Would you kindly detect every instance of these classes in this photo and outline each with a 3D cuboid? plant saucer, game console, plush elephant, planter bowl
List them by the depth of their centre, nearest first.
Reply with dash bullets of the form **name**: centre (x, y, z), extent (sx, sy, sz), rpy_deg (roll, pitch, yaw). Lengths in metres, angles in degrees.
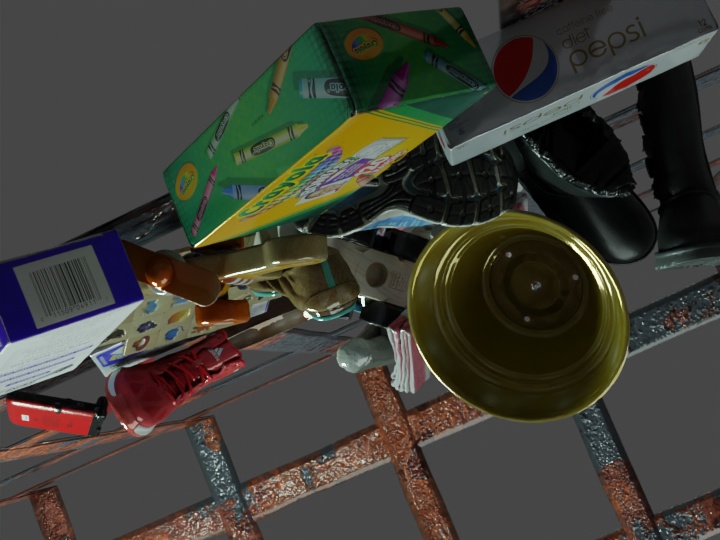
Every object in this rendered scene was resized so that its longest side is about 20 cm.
- **planter bowl**: centre (0.148, 0.027, 1.025), extent (0.199, 0.201, 0.083), rpy_deg (-28, -171, 32)
- **plush elephant**: centre (0.046, 0.024, 1.424), extent (0.164, 0.156, 0.200), rpy_deg (-35, 162, 17)
- **game console**: centre (-0.349, 0.138, 1.448), extent (0.170, 0.120, 0.200), rpy_deg (11, 163, -12)
- **plant saucer**: centre (-0.129, 0.066, 1.560), extent (0.199, 0.035, 0.200), rpy_deg (-24, 172, -4)

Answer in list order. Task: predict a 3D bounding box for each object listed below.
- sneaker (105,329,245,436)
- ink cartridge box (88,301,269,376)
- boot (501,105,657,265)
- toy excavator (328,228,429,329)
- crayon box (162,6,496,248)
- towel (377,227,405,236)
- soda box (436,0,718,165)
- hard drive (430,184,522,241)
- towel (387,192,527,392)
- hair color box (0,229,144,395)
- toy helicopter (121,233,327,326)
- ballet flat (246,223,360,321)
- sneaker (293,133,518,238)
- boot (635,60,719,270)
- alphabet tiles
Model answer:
- **sneaker**: centre (-0.195, 0.107, 1.239), extent (0.115, 0.079, 0.200), rpy_deg (-33, -175, 10)
- **ink cartridge box**: centre (-0.191, 0.048, 1.210), extent (0.198, 0.044, 0.198), rpy_deg (-21, 172, -12)
- **boot**: centre (0.188, -0.077, 0.952), extent (0.073, 0.198, 0.162), rpy_deg (-48, -175, -3)
- **toy excavator**: centre (0.000, 0.000, 1.219), extent (0.193, 0.101, 0.199), rpy_deg (17, 180, -30)
- **crayon box**: centre (-0.026, -0.087, 0.721), extent (0.118, 0.059, 0.200), rpy_deg (-17, 170, -40)
- **towel**: centre (0.076, -0.081, 1.181), extent (0.145, 0.030, 0.200), rpy_deg (-24, 172, -3)
- **soda box**: centre (0.141, -0.146, 0.802), extent (0.198, 0.064, 0.068), rpy_deg (-23, 173, 3)
- **hard drive**: centre (0.125, -0.066, 1.188), extent (0.132, 0.026, 0.200), rpy_deg (-46, 173, -1)
- **towel**: centre (0.098, 0.022, 1.146), extent (0.200, 0.030, 0.147), rpy_deg (-46, 158, -19)
- **hair color box**: centre (-0.256, 0.041, 0.895), extent (0.109, 0.065, 0.200), rpy_deg (-19, 169, -34)
- **toy helicopter**: centre (-0.105, -0.005, 0.888), extent (0.131, 0.080, 0.199), rpy_deg (2, 170, -43)
- **ballet flat**: centre (-0.059, -0.010, 0.988), extent (0.067, 0.073, 0.200), rpy_deg (-22, -165, -16)
- **sneaker**: centre (0.033, -0.072, 0.955), extent (0.198, 0.079, 0.090), rpy_deg (-5, -177, -8)
- **boot**: centre (0.257, -0.103, 0.919), extent (0.065, 0.203, 0.165), rpy_deg (-5, 179, 9)
- **alphabet tiles**: centre (-0.151, 0.020, 1.074), extent (0.198, 0.006, 0.167), rpy_deg (-15, 153, -27)
